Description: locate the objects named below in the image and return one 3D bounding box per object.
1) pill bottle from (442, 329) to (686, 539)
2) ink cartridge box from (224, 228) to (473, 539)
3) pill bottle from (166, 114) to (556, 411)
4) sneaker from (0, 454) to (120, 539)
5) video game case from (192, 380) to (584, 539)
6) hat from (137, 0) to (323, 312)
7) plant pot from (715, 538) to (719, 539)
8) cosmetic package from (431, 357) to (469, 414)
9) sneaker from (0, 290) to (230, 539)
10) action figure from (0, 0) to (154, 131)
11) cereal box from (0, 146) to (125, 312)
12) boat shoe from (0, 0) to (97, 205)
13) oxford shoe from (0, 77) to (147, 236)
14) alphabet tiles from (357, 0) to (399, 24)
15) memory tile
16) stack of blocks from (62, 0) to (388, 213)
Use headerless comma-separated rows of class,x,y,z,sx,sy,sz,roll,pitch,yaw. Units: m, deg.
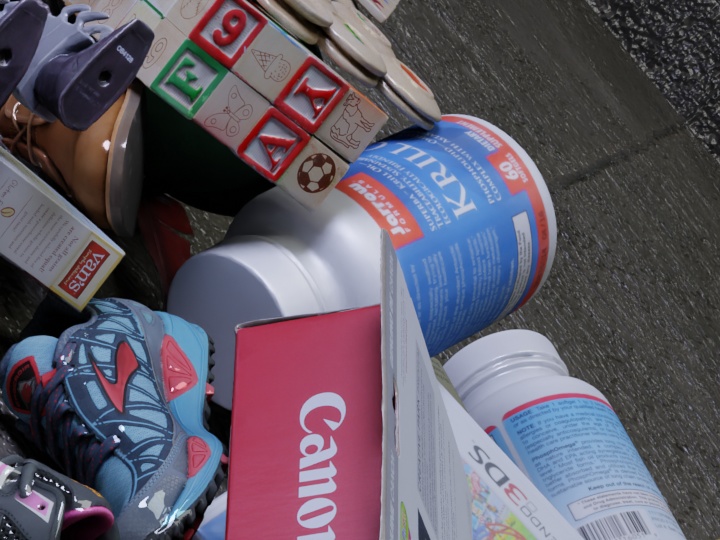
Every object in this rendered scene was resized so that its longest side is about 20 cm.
pill bottle,0.113,0.133,1.589,0.109,0.109,0.201,33,23,-47
ink cartridge box,-0.007,0.113,1.142,0.201,0.083,0.176,-90,166,-49
pill bottle,0.000,0.000,1.387,0.200,0.112,0.112,-27,76,-47
sneaker,-0.131,0.098,1.024,0.201,0.086,0.080,56,15,22
video game case,0.033,0.149,1.308,0.182,0.022,0.200,47,39,11
hat,-0.124,-0.072,1.443,0.199,0.167,0.176,19,33,32
plant pot,0.253,0.236,1.676,0.200,0.142,0.200,46,16,-17
cosmetic package,0.033,0.128,1.442,0.105,0.071,0.201,27,27,-53
sneaker,-0.116,0.072,1.191,0.095,0.080,0.200,26,18,-17
action figure,-0.177,-0.113,1.214,0.130,0.070,0.200,28,1,-41
cereal box,-0.206,-0.068,1.213,0.200,0.040,0.144,40,-3,-32
boat shoe,-0.173,-0.120,1.454,0.066,0.075,0.201,3,62,-29
oxford shoe,-0.135,-0.059,1.310,0.071,0.072,0.200,6,10,-10
alphabet tiles,-0.052,-0.212,1.505,0.200,0.006,0.166,45,12,-4
memory tile,-0.040,-0.155,1.421,0.153,0.017,0.200,33,15,-44
stack of blocks,-0.082,-0.117,1.348,0.115,0.059,0.200,36,5,-37
